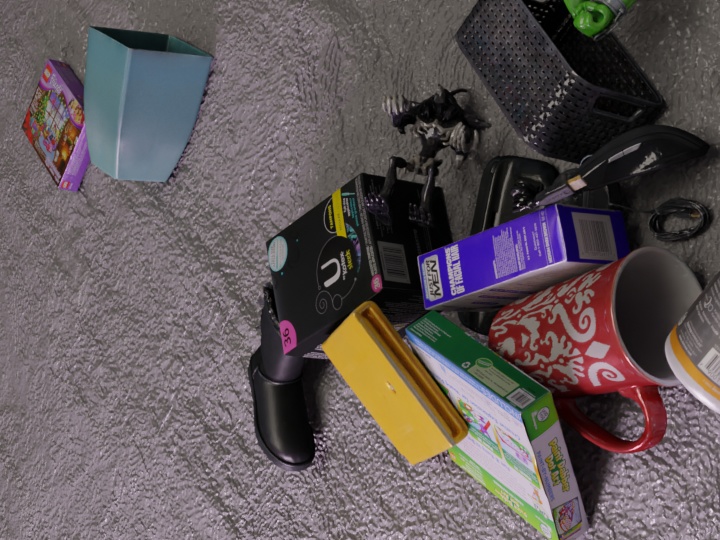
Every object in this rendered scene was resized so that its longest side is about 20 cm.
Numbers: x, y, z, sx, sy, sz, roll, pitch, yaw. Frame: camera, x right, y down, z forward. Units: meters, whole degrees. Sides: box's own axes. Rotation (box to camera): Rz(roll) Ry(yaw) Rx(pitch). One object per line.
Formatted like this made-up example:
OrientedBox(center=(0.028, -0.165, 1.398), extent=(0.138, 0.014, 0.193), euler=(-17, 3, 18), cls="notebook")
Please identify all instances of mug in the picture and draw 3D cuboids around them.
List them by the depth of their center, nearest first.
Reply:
OrientedBox(center=(0.222, 0.082, 1.530), extent=(0.199, 0.133, 0.179), euler=(-20, 48, 52), cls="mug")

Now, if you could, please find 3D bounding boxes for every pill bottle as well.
OrientedBox(center=(0.369, 0.029, 1.374), extent=(0.201, 0.115, 0.117), euler=(-56, 45, 28), cls="pill bottle")

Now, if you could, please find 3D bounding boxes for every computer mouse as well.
OrientedBox(center=(0.234, -0.104, 1.505), extent=(0.198, 0.140, 0.047), euler=(-17, 90, 21), cls="computer mouse")
OrientedBox(center=(0.275, -0.067, 1.584), extent=(0.199, 0.034, 0.059), euler=(18, 108, 45), cls="computer mouse")

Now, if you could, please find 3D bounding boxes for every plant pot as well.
OrientedBox(center=(-0.326, -0.241, 2.296), extent=(0.141, 0.140, 0.202), euler=(32, 115, 49), cls="plant pot")

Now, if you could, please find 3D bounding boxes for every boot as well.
OrientedBox(center=(-0.091, 0.127, 1.940), extent=(0.163, 0.073, 0.200), euler=(109, 151, -45), cls="boot")

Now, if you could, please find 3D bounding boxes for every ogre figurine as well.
OrientedBox(center=(0.258, -0.311, 1.574), extent=(0.119, 0.200, 0.098), euler=(-35, 95, 20), cls="ogre figurine")

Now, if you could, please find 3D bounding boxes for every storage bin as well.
OrientedBox(center=(0.202, -0.209, 1.610), extent=(0.094, 0.134, 0.201), euler=(-55, 45, 29), cls="storage bin")

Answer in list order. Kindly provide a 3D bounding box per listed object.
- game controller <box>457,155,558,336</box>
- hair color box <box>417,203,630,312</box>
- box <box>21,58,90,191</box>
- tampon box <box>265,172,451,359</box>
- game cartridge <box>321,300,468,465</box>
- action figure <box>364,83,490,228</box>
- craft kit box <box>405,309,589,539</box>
OrientedBox(center=(0.163, -0.025, 1.716), extent=(0.104, 0.042, 0.203), euler=(13, 95, 37), cls="game controller")
OrientedBox(center=(0.166, -0.010, 1.598), extent=(0.199, 0.109, 0.066), euler=(-23, 71, 44), cls="hair color box")
OrientedBox(center=(-0.496, -0.243, 2.582), extent=(0.200, 0.039, 0.138), euler=(50, 121, 44), cls="box")
OrientedBox(center=(0.000, 0.000, 1.837), extent=(0.199, 0.125, 0.151), euler=(-34, 58, 43), cls="tampon box")
OrientedBox(center=(0.034, 0.127, 1.703), extent=(0.177, 0.032, 0.200), euler=(53, 165, 3), cls="game cartridge")
OrientedBox(center=(0.077, -0.146, 1.747), extent=(0.102, 0.118, 0.202), euler=(91, -163, -62), cls="action figure")
OrientedBox(center=(0.141, 0.163, 1.602), extent=(0.200, 0.048, 0.199), euler=(36, 150, 48), cls="craft kit box")
